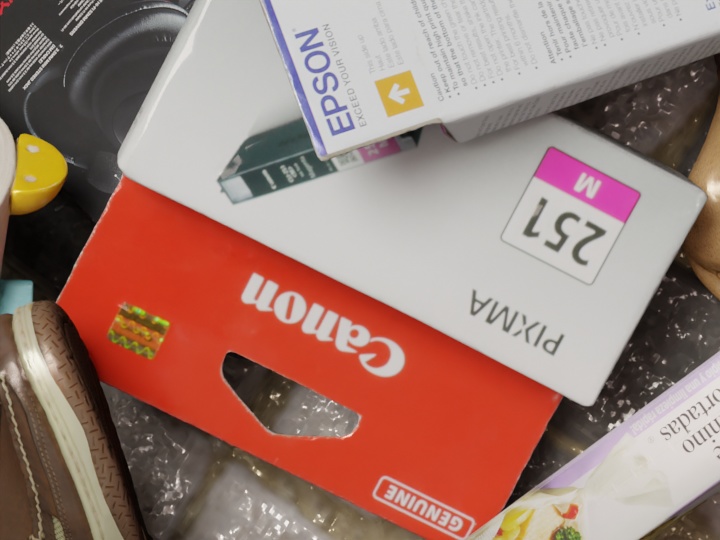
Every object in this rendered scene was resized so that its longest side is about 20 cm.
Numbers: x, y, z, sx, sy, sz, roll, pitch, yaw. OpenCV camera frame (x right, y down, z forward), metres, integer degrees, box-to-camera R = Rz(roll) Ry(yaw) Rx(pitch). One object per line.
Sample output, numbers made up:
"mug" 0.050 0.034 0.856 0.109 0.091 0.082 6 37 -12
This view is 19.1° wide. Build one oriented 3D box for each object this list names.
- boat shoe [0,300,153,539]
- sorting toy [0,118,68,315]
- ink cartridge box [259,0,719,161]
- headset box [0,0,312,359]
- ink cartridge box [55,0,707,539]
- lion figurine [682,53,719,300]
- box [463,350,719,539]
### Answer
"boat shoe" -0.119 0.103 0.812 0.074 0.203 0.075 -17 37 -5
"sorting toy" -0.190 0.013 0.855 0.200 0.106 0.181 42 140 38
"ink cartridge box" 0.043 -0.152 0.762 0.199 0.043 0.197 -19 78 -9
"headset box" -0.049 -0.070 0.868 0.200 0.075 0.149 44 97 15
"ink cartridge box" 0.000 0.000 0.797 0.199 0.044 0.174 26 99 -8
"lion figurine" 0.160 -0.056 0.814 0.122 0.072 0.201 19 94 23
"box" 0.096 0.084 0.796 0.200 0.041 0.039 -38 76 15
